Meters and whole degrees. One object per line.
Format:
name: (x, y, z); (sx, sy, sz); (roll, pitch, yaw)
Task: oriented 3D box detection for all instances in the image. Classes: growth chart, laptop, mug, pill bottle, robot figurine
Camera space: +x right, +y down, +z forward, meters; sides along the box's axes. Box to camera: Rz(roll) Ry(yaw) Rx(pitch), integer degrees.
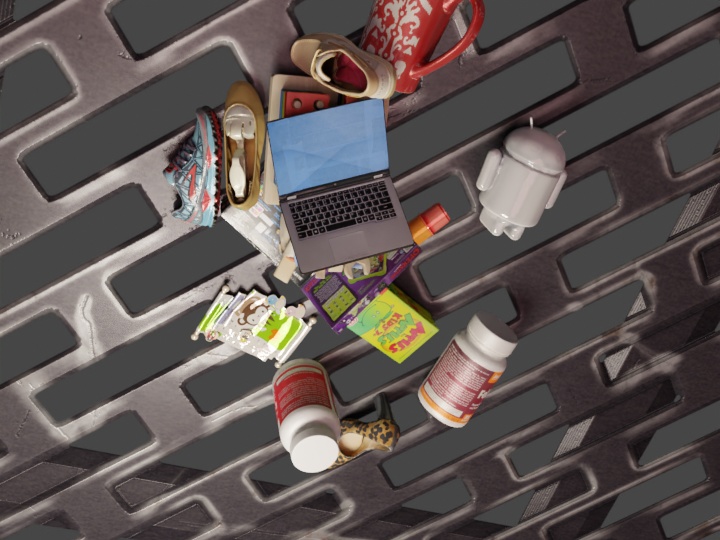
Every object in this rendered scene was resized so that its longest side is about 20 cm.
growth chart: (-0.191, 0.099, 1.495); (0.197, 0.018, 0.146); (23, 112, -21)
laptop: (-0.028, -0.127, 1.228); (0.184, 0.203, 0.116); (-15, 158, -11)
mug: (0.079, -0.371, 1.215); (0.131, 0.179, 0.202); (11, 120, -28)
pill bottle: (0.204, 0.184, 1.546); (0.113, 0.115, 0.202); (24, 112, -20)
robot figurine: (0.273, -0.155, 1.384); (0.167, 0.113, 0.203); (10, 116, -31)
pill bottle: (-0.097, 0.262, 1.485); (0.110, 0.201, 0.114); (-6, 123, -10)

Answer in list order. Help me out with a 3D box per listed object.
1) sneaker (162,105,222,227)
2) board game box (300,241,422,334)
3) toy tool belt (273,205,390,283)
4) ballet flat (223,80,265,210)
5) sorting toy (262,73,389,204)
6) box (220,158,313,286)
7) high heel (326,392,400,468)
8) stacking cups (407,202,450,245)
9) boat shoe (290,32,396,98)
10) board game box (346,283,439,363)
sneaker: (-0.270, -0.164, 1.314); (0.093, 0.080, 0.204); (4, 116, -8)
board game box: (0.000, 0.000, 1.395); (0.200, 0.120, 0.032); (-44, 141, 1)
toy tool belt: (-0.039, -0.035, 1.329); (0.195, 0.125, 0.126); (5, 91, -3)
ballet flat: (-0.185, -0.195, 1.291); (0.067, 0.063, 0.205); (-1, 101, 8)
sorting toy: (-0.047, -0.198, 1.302); (0.195, 0.070, 0.204); (1, 106, -19)
box: (-0.116, -0.092, 1.393); (0.159, 0.046, 0.200); (-42, 116, 12)
high heel: (-0.003, 0.344, 1.578); (0.071, 0.143, 0.201); (34, 108, -23)
stacking cups: (0.070, -0.043, 1.442); (0.198, 0.061, 0.061); (-33, 117, 7)
boat shoe: (-0.038, -0.307, 1.220); (0.069, 0.198, 0.075); (-19, 127, -48)
board game box: (0.047, 0.084, 1.472); (0.101, 0.048, 0.199); (-41, 135, 11)
